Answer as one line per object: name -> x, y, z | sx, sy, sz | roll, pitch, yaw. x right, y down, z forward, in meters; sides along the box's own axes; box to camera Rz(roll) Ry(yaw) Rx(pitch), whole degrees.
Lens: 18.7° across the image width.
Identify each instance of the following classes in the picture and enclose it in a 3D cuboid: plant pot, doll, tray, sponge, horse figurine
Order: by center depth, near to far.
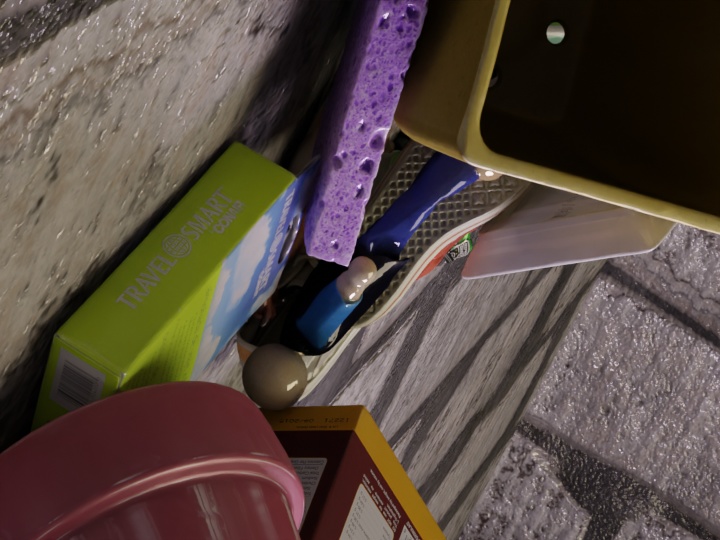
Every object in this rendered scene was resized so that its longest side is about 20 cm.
plant pot -> -0.096, 0.185, 1.089 | 0.199, 0.180, 0.201 | -24, 149, -15
sponge -> 0.009, -0.116, 1.183 | 0.112, 0.030, 0.201 | -86, -167, -57
plant pot -> 0.119, -0.137, 1.191 | 0.200, 0.193, 0.197 | 14, -90, 67
doll -> 0.000, 0.000, 1.294 | 0.200, 0.048, 0.136 | -48, -174, -3
tray -> 0.140, -0.045, 1.329 | 0.108, 0.022, 0.199 | -50, -160, -25
horse figurine -> -0.014, -0.061, 1.330 | 0.201, 0.050, 0.133 | -55, 174, 4

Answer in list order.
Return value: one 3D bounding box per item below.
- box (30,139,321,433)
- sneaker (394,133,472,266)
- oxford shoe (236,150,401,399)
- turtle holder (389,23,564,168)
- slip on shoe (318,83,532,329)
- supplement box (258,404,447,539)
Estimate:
box -> -0.100, 0.021, 1.164 | 0.200, 0.047, 0.122 | -51, 168, -42
sneaker -> 0.033, -0.027, 1.548 | 0.200, 0.085, 0.078 | -53, 168, -25
oxford shoe -> -0.016, -0.002, 1.449 | 0.201, 0.075, 0.058 | -56, 146, -20
turtle holder -> 0.087, -0.131, 1.437 | 0.184, 0.142, 0.132 | -27, 163, 17
slip on shoe -> 0.048, -0.044, 1.378 | 0.200, 0.074, 0.061 | -46, 177, 11
supplement box -> -0.045, 0.221, 1.306 | 0.198, 0.132, 0.201 | 60, 39, -38
